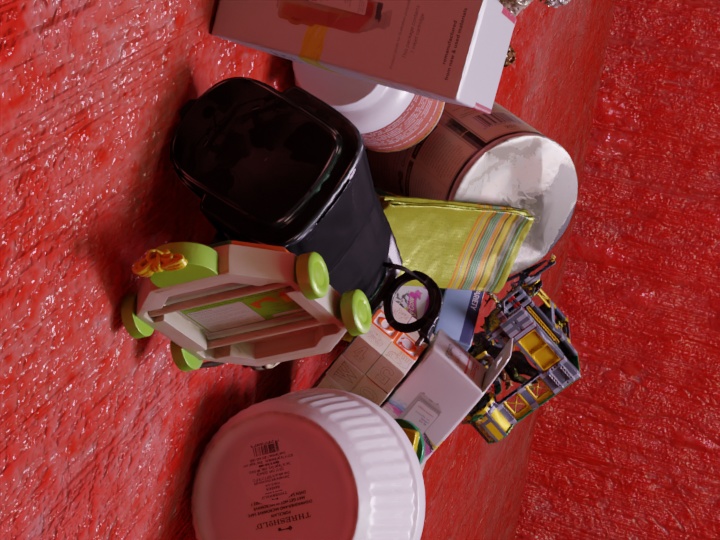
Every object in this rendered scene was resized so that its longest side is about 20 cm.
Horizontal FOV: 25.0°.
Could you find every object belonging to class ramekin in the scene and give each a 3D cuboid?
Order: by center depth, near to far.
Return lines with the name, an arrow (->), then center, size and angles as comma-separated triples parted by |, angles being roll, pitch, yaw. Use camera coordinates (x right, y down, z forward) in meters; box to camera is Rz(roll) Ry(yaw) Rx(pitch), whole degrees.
ramekin -> -0.053, 0.201, 1.406 | 0.105, 0.199, 0.202 | 14, 90, -65

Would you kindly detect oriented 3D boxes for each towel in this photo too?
towel -> 0.077, -0.021, 1.474 | 0.199, 0.018, 0.087 | 3, 113, -45

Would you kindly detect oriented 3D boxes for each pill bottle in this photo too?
pill bottle -> 0.006, -0.171, 1.436 | 0.200, 0.111, 0.113 | 14, 90, -77

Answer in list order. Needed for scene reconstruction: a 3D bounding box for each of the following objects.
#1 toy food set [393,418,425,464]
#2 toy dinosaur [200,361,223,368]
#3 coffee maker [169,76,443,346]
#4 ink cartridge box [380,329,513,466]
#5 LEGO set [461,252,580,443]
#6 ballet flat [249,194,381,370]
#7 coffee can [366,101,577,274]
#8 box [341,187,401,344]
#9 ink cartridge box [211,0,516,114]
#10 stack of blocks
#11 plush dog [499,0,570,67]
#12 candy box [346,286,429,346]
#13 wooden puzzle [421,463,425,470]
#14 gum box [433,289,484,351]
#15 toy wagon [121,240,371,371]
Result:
toy food set -> -0.031, 0.211, 1.479 | 0.049, 0.197, 0.202 | 15, 86, -65
toy dinosaur -> -0.078, -0.003, 1.375 | 0.200, 0.077, 0.103 | -37, 148, -16
coffee maker -> -0.034, -0.044, 1.231 | 0.200, 0.191, 0.136 | 67, 35, -69
ink cartridge box -> 0.059, 0.129, 1.557 | 0.200, 0.067, 0.116 | -49, -179, 9
LEGO set -> 0.145, 0.072, 1.700 | 0.153, 0.116, 0.200 | -35, -163, 26
ballet flat -> -0.031, 0.018, 1.464 | 0.200, 0.046, 0.067 | -51, 171, 9
coffee can -> 0.101, -0.102, 1.609 | 0.145, 0.200, 0.147 | -13, 122, -23
box -> 0.000, 0.000, 1.639 | 0.200, 0.048, 0.118 | 109, -2, -74
ink cartridge box -> 0.005, -0.188, 1.240 | 0.145, 0.199, 0.084 | -8, 114, -75
stack of blocks -> -0.014, 0.119, 1.563 | 0.200, 0.058, 0.115 | -51, 180, 32
plush dog -> 0.100, -0.292, 1.659 | 0.172, 0.200, 0.160 | -60, -162, -21
candy box -> 0.041, 0.026, 1.744 | 0.200, 0.061, 0.137 | 140, -32, -82
wooden puzzle -> -0.007, 0.216, 1.699 | 0.037, 0.184, 0.201 | 44, 52, -27
gum box -> 0.093, 0.036, 1.749 | 0.200, 0.044, 0.171 | 119, -11, -64
toy wagon -> -0.091, 0.019, 1.145 | 0.200, 0.154, 0.040 | 43, 40, -54
